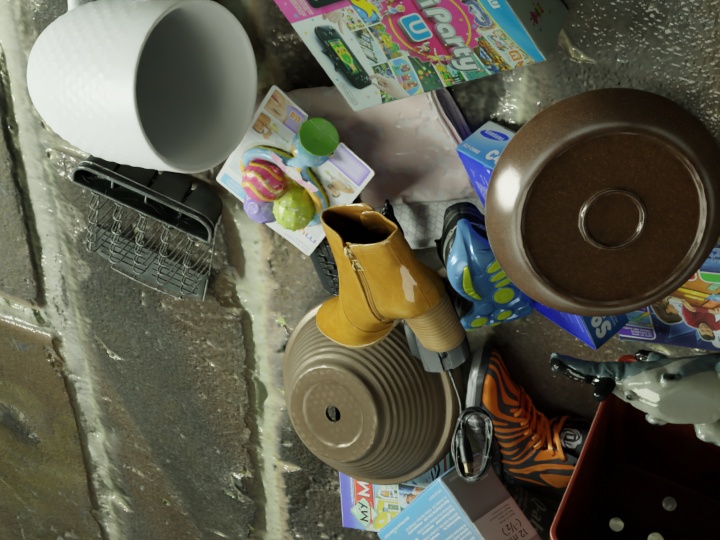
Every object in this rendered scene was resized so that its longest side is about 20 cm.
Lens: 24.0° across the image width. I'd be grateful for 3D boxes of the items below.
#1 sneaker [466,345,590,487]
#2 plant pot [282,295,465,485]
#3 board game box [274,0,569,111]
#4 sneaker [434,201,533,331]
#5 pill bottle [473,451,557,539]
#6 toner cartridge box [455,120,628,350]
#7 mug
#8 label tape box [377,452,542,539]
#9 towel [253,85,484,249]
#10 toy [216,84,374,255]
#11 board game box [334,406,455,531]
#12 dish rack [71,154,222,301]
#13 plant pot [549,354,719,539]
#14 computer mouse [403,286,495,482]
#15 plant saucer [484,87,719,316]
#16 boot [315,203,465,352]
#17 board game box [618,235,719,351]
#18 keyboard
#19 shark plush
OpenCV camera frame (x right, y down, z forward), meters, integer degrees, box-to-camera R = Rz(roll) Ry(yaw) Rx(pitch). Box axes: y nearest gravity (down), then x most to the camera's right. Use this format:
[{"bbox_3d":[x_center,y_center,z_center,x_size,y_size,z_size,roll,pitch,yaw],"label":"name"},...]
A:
[{"bbox_3d":[0.171,0.146,1.684,0.111,0.078,0.200,3,143,19],"label":"sneaker"},{"bbox_3d":[-0.004,0.127,1.678,0.200,0.093,0.202,10,110,27],"label":"plant pot"},{"bbox_3d":[0.040,-0.217,1.329,0.199,0.064,0.148,-11,129,40],"label":"board game box"},{"bbox_3d":[0.108,-0.003,1.496,0.070,0.083,0.200,-15,156,5],"label":"sneaker"},{"bbox_3d":[0.161,0.293,1.821,0.200,0.117,0.116,36,144,-11],"label":"pill bottle"},{"bbox_3d":[0.158,-0.029,1.460,0.095,0.043,0.200,35,159,51],"label":"toner cartridge box"},{"bbox_3d":[-0.203,-0.191,1.473,0.175,0.147,0.201,10,111,40],"label":"mug"},{"bbox_3d":[0.121,0.296,1.638,0.200,0.066,0.143,53,142,10],"label":"label tape box"},{"bbox_3d":[0.021,-0.091,1.522,0.199,0.032,0.191,-3,133,35],"label":"towel"},{"bbox_3d":[-0.071,-0.074,1.511,0.115,0.047,0.200,40,149,-1],"label":"toy"},{"bbox_3d":[0.038,0.173,1.741,0.134,0.029,0.201,3,103,30],"label":"board game box"},{"bbox_3d":[-0.217,-0.035,1.727,0.153,0.055,0.200,25,144,6],"label":"dish rack"},{"bbox_3d":[0.294,0.230,1.608,0.199,0.201,0.176,22,157,9],"label":"plant pot"},{"bbox_3d":[0.084,0.101,1.603,0.058,0.201,0.034,-19,164,8],"label":"computer mouse"},{"bbox_3d":[0.200,-0.046,1.359,0.199,0.035,0.201,-2,116,-4],"label":"plant saucer"},{"bbox_3d":[0.000,0.000,1.515,0.201,0.071,0.144,7,137,52],"label":"boot"},{"bbox_3d":[0.307,0.015,1.453,0.199,0.035,0.136,7,139,28],"label":"board game box"},{"bbox_3d":[-0.009,-0.035,1.564,0.127,0.021,0.200,9,140,30],"label":"keyboard"},{"bbox_3d":[0.262,0.101,1.488,0.199,0.083,0.091,-4,123,-6],"label":"shark plush"}]
